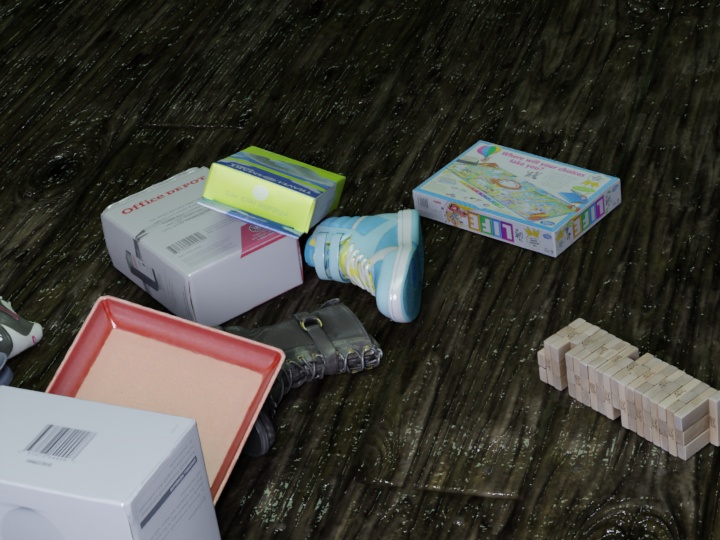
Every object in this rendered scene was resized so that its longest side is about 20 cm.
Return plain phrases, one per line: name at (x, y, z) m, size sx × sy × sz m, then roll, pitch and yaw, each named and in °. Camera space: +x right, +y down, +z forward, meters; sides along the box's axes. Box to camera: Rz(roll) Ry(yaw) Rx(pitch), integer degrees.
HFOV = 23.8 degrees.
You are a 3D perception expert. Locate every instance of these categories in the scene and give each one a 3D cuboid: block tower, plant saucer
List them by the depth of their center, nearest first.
plant saucer at (-0.196, 0.136, 1.598) m, size 0.200 × 0.037 × 0.200 m, roll 17°, pitch 58°, yaw 13°
block tower at (0.256, 0.111, 1.622) m, size 0.058 × 0.054 × 0.200 m, roll -31°, pitch 38°, yaw -29°

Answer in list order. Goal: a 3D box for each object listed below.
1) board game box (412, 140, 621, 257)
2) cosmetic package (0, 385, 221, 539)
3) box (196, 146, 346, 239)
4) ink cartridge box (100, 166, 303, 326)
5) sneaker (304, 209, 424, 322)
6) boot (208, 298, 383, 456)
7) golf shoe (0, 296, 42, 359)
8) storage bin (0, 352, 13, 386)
board game box at (0.179, -0.085, 1.962) m, size 0.200 × 0.034 × 0.134 m, roll 19°, pitch 42°, yaw 37°
cosmetic package at (-0.232, 0.221, 1.433) m, size 0.199 × 0.200 × 0.123 m, roll 8°, pitch 34°, yaw 24°
box at (-0.095, -0.089, 1.872) m, size 0.122 × 0.048 × 0.200 m, roll 19°, pitch 13°, yaw 6°
ink cartridge box at (-0.179, -0.027, 1.914) m, size 0.145 × 0.085 × 0.200 m, roll -26°, pitch 38°, yaw -26°
sneaker at (0.000, 0.000, 1.836) m, size 0.130 × 0.080 × 0.200 m, roll -3°, pitch 23°, yaw 6°
boot at (-0.060, 0.097, 1.713) m, size 0.174 × 0.069 × 0.200 m, roll -9°, pitch 39°, yaw -16°
golf shoe at (-0.436, 0.055, 1.879) m, size 0.088 × 0.077 × 0.200 m, roll -12°, pitch 29°, yaw -44°
storage bin at (-0.385, 0.194, 1.568) m, size 0.145 × 0.135 × 0.200 m, roll -12°, pitch 27°, yaw 29°
